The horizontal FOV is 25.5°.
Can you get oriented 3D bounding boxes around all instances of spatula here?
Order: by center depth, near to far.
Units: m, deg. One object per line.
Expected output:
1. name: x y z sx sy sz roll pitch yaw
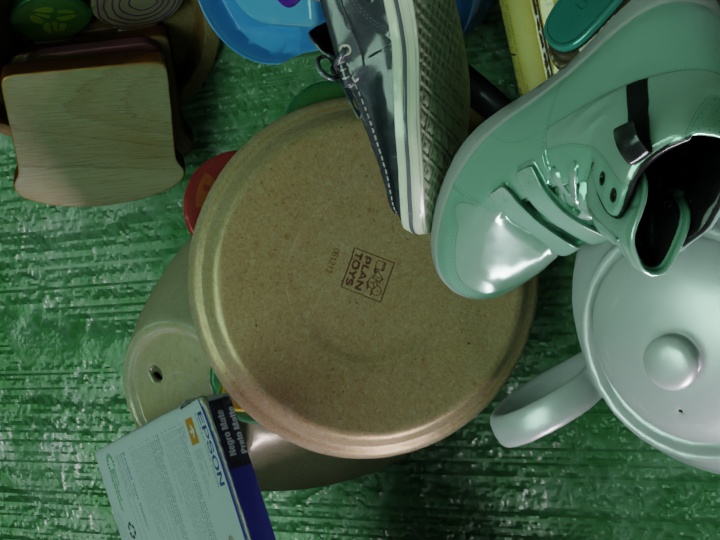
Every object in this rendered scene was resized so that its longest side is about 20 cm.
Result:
1. spatula: 0.008 -0.134 0.846 0.199 0.021 0.057 34 150 -6

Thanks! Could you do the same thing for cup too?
1. cup: -0.062 0.054 0.978 0.199 0.143 0.203 14 115 33

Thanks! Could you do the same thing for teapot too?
1. teapot: 0.176 0.024 0.783 0.196 0.146 0.202 25 122 28

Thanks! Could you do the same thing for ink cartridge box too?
1. ink cartridge box: -0.070 0.170 0.850 0.200 0.040 0.202 -29 78 62

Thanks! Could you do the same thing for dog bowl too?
1. dog bowl: -0.008 -0.175 0.907 0.198 0.049 0.113 10 113 35

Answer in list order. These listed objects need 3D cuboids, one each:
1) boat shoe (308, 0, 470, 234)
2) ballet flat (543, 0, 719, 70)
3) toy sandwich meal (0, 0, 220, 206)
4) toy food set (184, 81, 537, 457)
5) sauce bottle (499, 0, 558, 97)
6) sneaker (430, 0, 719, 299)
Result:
1. boat shoe: 0.011 -0.115 0.796 0.062 0.075 0.202 0 116 28
2. ballet flat: 0.171 -0.166 0.761 0.200 0.065 0.071 -47 37 19
3. toy sandwich meal: -0.175 -0.125 0.976 0.206 0.203 0.071 -52 37 38
4. toy food set: 0.000 0.000 0.869 0.196 0.049 0.203 4 91 -8
5. sauce bottle: 0.098 -0.169 0.819 0.065 0.066 0.202 -2 105 38
6. sneaker: 0.097 -0.029 0.735 0.073 0.119 0.201 26 129 -21
